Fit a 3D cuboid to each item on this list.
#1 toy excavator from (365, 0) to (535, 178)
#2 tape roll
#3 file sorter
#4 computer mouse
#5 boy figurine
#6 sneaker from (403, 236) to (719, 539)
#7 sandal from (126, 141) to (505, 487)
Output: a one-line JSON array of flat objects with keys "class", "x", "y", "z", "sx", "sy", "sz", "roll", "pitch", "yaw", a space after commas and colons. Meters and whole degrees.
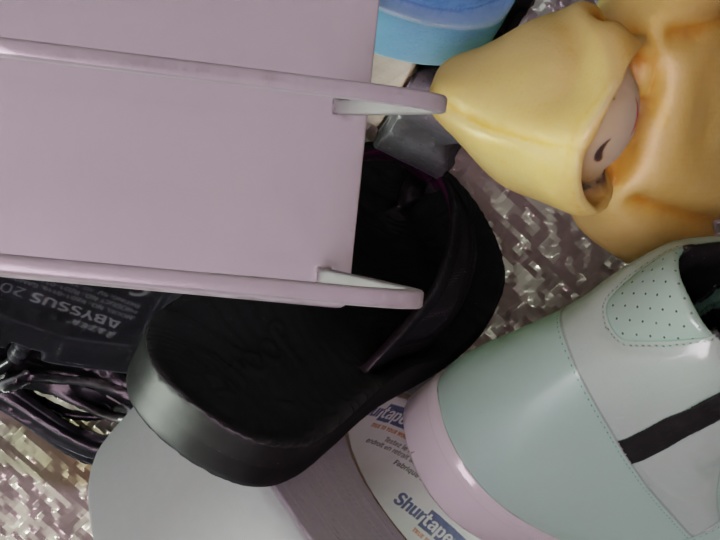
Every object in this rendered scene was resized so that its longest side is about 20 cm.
[{"class": "toy excavator", "x": 0.041, "y": -0.157, "z": 0.777, "sx": 0.100, "sy": 0.195, "sz": 0.200, "roll": 29, "pitch": 135, "yaw": -5}, {"class": "tape roll", "x": 0.016, "y": 0.096, "z": 0.811, "sx": 0.200, "sy": 0.200, "sz": 0.066, "roll": 38, "pitch": 110, "yaw": -9}, {"class": "file sorter", "x": -0.048, "y": -0.094, "z": 0.655, "sx": 0.139, "sy": 0.125, "sz": 0.200, "roll": 5, "pitch": 91, "yaw": -15}, {"class": "computer mouse", "x": -0.096, "y": -0.019, "z": 0.832, "sx": 0.138, "sy": 0.053, "sz": 0.200, "roll": 23, "pitch": 141, "yaw": -14}, {"class": "boy figurine", "x": 0.104, "y": -0.053, "z": 0.775, "sx": 0.064, "sy": 0.200, "sz": 0.124, "roll": 32, "pitch": 111, "yaw": 39}, {"class": "sneaker", "x": 0.119, "y": 0.051, "z": 0.805, "sx": 0.118, "sy": 0.074, "sz": 0.200, "roll": -34, "pitch": 146, "yaw": 28}, {"class": "sandal", "x": 0.001, "y": 0.001, "z": 0.783, "sx": 0.075, "sy": 0.200, "sz": 0.048, "roll": 33, "pitch": 119, "yaw": 5}]
